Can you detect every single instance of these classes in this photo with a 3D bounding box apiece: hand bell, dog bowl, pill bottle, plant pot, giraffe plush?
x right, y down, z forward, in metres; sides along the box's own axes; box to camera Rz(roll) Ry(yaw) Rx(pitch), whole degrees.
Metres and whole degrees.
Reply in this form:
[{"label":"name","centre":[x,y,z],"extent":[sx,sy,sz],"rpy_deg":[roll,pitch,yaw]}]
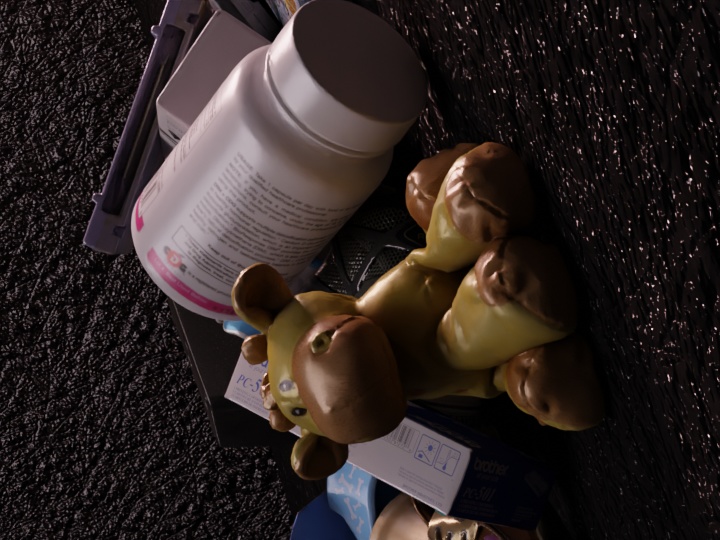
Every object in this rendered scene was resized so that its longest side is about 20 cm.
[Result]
[{"label":"hand bell","centre":[0.093,0.230,1.360],"extent":[0.200,0.104,0.105],"rpy_deg":[18,128,64]},{"label":"dog bowl","centre":[0.039,0.214,1.477],"extent":[0.049,0.111,0.201],"rpy_deg":[9,109,59]},{"label":"pill bottle","centre":[-0.050,-0.067,1.146],"extent":[0.200,0.113,0.114],"rpy_deg":[-47,56,40]},{"label":"plant pot","centre":[-0.063,0.045,1.567],"extent":[0.200,0.177,0.200],"rpy_deg":[91,159,-72]},{"label":"giraffe plush","centre":[0.020,0.035,1.006],"extent":[0.200,0.161,0.173],"rpy_deg":[110,139,-77]}]

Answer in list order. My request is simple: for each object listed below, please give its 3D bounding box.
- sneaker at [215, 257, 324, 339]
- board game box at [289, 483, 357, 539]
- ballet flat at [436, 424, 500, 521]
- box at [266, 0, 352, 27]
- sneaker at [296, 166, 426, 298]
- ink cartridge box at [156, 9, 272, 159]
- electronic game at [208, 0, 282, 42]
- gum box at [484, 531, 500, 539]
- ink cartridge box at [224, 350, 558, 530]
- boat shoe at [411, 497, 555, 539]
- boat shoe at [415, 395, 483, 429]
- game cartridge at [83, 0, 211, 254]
[{"label":"sneaker","centre":[-0.074,0.010,1.385],"extent":[0.076,0.081,0.200],"rpy_deg":[31,-179,-2]},{"label":"board game box","centre":[0.001,0.231,1.521],"extent":[0.039,0.200,0.159],"rpy_deg":[2,120,45]},{"label":"ballet flat","centre":[0.049,0.119,1.274],"extent":[0.200,0.075,0.068],"rpy_deg":[24,128,63]},{"label":"box","centre":[-0.054,-0.238,1.318],"extent":[0.200,0.040,0.137],"rpy_deg":[-120,12,-55]},{"label":"sneaker","centre":[0.000,0.000,1.229],"extent":[0.199,0.076,0.115],"rpy_deg":[-32,51,57]},{"label":"ink cartridge box","centre":[-0.065,-0.093,1.334],"extent":[0.146,0.085,0.200],"rpy_deg":[33,171,0]},{"label":"electronic game","centre":[-0.089,-0.197,1.437],"extent":[0.200,0.042,0.200],"rpy_deg":[51,-175,-6]},{"label":"gum box","centre":[0.110,0.262,1.141],"extent":[0.113,0.066,0.201],"rpy_deg":[32,149,34]},{"label":"ink cartridge box","centre":[0.017,0.101,1.155],"extent":[0.200,0.044,0.094],"rpy_deg":[23,-177,41]},{"label":"boat shoe","centre":[0.084,0.182,1.250],"extent":[0.200,0.074,0.076],"rpy_deg":[-135,27,-73]},{"label":"boat shoe","centre":[0.044,0.051,1.287],"extent":[0.200,0.070,0.070],"rpy_deg":[-127,44,-75]},{"label":"game cartridge","centre":[-0.161,-0.110,1.407],"extent":[0.130,0.038,0.201],"rpy_deg":[-165,94,-84]}]
